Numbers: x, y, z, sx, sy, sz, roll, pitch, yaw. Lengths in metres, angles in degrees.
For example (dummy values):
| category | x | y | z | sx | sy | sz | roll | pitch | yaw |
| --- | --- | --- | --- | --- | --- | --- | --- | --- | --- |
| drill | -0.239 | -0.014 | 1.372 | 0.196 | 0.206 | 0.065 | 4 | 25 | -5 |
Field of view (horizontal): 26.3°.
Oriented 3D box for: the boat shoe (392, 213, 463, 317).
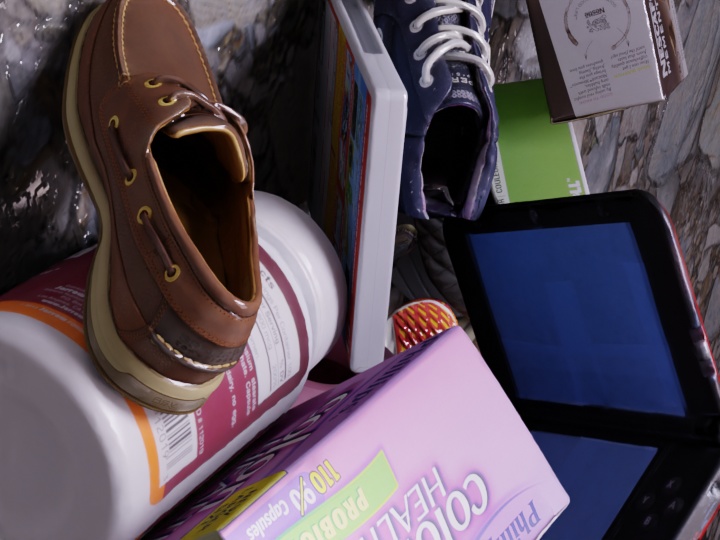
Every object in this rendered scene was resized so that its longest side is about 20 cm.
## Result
| category | x | y | z | sx | sy | sz | roll | pitch | yaw |
| --- | --- | --- | --- | --- | --- | --- | --- | --- | --- |
| boat shoe | 0.047 | -0.044 | 1.000 | 0.200 | 0.072 | 0.062 | 72 | 36 | -52 |

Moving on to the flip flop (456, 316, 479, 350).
| category | x | y | z | sx | sy | sz | roll | pitch | yaw |
| --- | --- | --- | --- | --- | --- | --- | --- | --- | --- |
| flip flop | 0.066 | 0.066 | 1.087 | 0.058 | 0.081 | 0.200 | 61 | 32 | 1 |

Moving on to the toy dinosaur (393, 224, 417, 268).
| category | x | y | z | sx | sy | sz | roll | pitch | yaw |
| --- | --- | --- | --- | --- | --- | --- | --- | --- | --- |
| toy dinosaur | 0.000 | 0.000 | 0.924 | 0.200 | 0.047 | 0.088 | 110 | 0 | -62 |

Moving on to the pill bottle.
| category | x | y | z | sx | sy | sz | roll | pitch | yaw |
| --- | --- | --- | --- | --- | --- | --- | --- | --- | --- |
| pill bottle | -0.092 | 0.039 | 0.672 | 0.200 | 0.114 | 0.115 | -37 | 138 | -56 |

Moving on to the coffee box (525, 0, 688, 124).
| category | x | y | z | sx | sy | sz | roll | pitch | yaw |
| --- | --- | --- | --- | --- | --- | --- | --- | --- | --- |
| coffee box | 0.154 | -0.210 | 1.022 | 0.113 | 0.079 | 0.201 | -38 | 116 | -66 |

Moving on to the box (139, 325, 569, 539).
| category | x | y | z | sx | sy | sz | roll | pitch | yaw |
| --- | --- | --- | --- | --- | --- | --- | --- | --- | --- |
| box | -0.042 | 0.132 | 0.672 | 0.176 | 0.200 | 0.097 | -36 | 95 | -47 |

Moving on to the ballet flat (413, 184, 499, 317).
| category | x | y | z | sx | sy | sz | roll | pitch | yaw |
| --- | --- | --- | --- | --- | --- | --- | --- | --- | --- |
| ballet flat | 0.066 | -0.033 | 0.917 | 0.067 | 0.057 | 0.200 | -60 | 144 | -30 |

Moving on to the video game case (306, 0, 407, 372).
| category | x | y | z | sx | sy | sz | roll | pitch | yaw |
| --- | --- | --- | --- | --- | --- | --- | --- | --- | --- |
| video game case | -0.005 | -0.058 | 0.791 | 0.200 | 0.017 | 0.144 | -107 | -161 | -62 |

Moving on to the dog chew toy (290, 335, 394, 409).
| category | x | y | z | sx | sy | sz | roll | pitch | yaw |
| --- | --- | --- | --- | --- | --- | --- | --- | --- | --- |
| dog chew toy | -0.037 | 0.127 | 0.866 | 0.125 | 0.124 | 0.201 | -41 | 150 | -52 |

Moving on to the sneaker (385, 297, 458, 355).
| category | x | y | z | sx | sy | sz | roll | pitch | yaw |
| --- | --- | --- | --- | --- | --- | --- | --- | --- | --- |
| sneaker | 0.003 | 0.108 | 0.962 | 0.200 | 0.073 | 0.077 | -53 | 176 | 0 |

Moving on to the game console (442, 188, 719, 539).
| category | x | y | z | sx | sy | sz | roll | pitch | yaw |
| --- | --- | --- | --- | --- | --- | --- | --- | --- | --- |
| game console | 0.077 | 0.068 | 0.736 | 0.119 | 0.200 | 0.173 | 42 | 73 | -18 |

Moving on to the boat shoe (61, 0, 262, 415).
| category | x | y | z | sx | sy | sz | roll | pitch | yaw |
| --- | --- | --- | --- | --- | --- | --- | --- | --- | --- |
| boat shoe | -0.071 | -0.042 | 0.612 | 0.072 | 0.068 | 0.201 | 19 | 44 | -35 |

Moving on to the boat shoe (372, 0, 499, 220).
| category | x | y | z | sx | sy | sz | roll | pitch | yaw |
| --- | --- | --- | --- | --- | --- | --- | --- | --- | --- |
| boat shoe | 0.045 | -0.119 | 0.780 | 0.093 | 0.074 | 0.201 | -135 | -134 | -66 |

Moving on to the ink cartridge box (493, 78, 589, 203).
| category | x | y | z | sx | sy | sz | roll | pitch | yaw |
| --- | --- | --- | --- | --- | --- | --- | --- | --- | --- |
| ink cartridge box | 0.111 | -0.081 | 1.039 | 0.200 | 0.075 | 0.148 | 82 | 2 | -47 |
